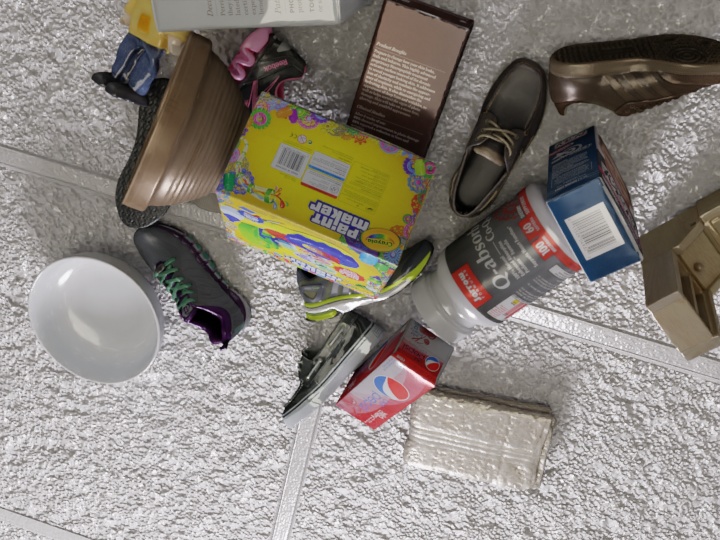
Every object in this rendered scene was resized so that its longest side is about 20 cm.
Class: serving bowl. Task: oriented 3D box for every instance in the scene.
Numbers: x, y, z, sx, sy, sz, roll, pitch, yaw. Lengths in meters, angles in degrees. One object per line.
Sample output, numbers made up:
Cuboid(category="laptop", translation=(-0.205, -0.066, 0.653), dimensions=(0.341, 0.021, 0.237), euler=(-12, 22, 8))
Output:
Cuboid(category="serving bowl", translation=(-0.366, 0.060, 1.167), dimensions=(0.200, 0.066, 0.200), euler=(5, 115, 11))

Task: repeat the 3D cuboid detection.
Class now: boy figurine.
Cuboid(category="boy figurine", translation=(-0.240, -0.294, 0.962), dimensions=(0.124, 0.064, 0.200), euler=(42, 111, 34))

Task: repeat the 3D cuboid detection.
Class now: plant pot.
Cuboid(category="plant pot", translation=(-0.181, -0.149, 0.894), dimensions=(0.093, 0.201, 0.201), euler=(21, 119, -19))

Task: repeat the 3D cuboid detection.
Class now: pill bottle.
Cuboid(category="pill bottle", translation=(0.166, -0.004, 0.984), dimensions=(0.200, 0.116, 0.116), euler=(-39, 100, 25))

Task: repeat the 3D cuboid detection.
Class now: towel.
Cuboid(category="towel", translation=(0.163, 0.230, 1.137), dimensions=(0.200, 0.034, 0.133), euler=(11, 114, 9))

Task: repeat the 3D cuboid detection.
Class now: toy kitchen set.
Cuboid(category="toy kitchen set", translation=(0.438, 0.009, 0.889), dimensions=(0.200, 0.180, 0.163), euler=(-34, 104, 28))

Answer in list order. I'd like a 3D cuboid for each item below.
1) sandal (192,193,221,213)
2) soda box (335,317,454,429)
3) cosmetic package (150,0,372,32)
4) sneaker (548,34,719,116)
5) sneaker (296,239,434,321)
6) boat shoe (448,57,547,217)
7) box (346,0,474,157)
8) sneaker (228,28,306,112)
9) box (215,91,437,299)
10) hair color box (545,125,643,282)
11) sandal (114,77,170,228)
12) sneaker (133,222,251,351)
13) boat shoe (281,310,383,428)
Cuboid(category="sandal", translation=(-0.127, -0.094, 1.047), dimensions=(0.200, 0.055, 0.082), euler=(13, 116, 7))
Cuboid(category="soda box", translation=(0.040, 0.139, 1.060), dimensions=(0.070, 0.063, 0.200), euler=(34, 146, -3))
Cuboid(category="cosmetic package", translation=(-0.103, -0.350, 0.864), dimensions=(0.200, 0.167, 0.167), euler=(1, 115, 14))
Cuboid(category="sneaker", translation=(0.308, -0.209, 0.897), dimensions=(0.200, 0.071, 0.076), euler=(4, 133, 15))
Cuboid(category="sneaker", translation=(0.000, 0.000, 1.052), dimensions=(0.200, 0.074, 0.081), euler=(-23, 103, 20))
Cuboid(category="boat shoe", translation=(0.160, -0.144, 0.946), dimensions=(0.074, 0.073, 0.200), euler=(21, 117, 3))
Cuboid(category="box", translation=(0.049, -0.205, 0.947), dimensions=(0.100, 0.075, 0.200), euler=(22, 118, 4))
Cuboid(category="sneaker", translation=(-0.136, -0.197, 1.000), dimensions=(0.095, 0.079, 0.200), euler=(31, 119, -15))
Cuboid(category="box", translation=(-0.041, -0.075, 0.921), dimensions=(0.200, 0.193, 0.122), euler=(22, 77, 0))
Cuboid(category="hair color box", translation=(0.250, -0.079, 0.883), dimensions=(0.060, 0.200, 0.100), euler=(-26, 106, 23))
Cuboid(category="sandal", translation=(-0.263, -0.149, 1.066), dimensions=(0.075, 0.048, 0.201), euler=(20, 104, 5))
Cuboid(category="sneaker", translation=(-0.234, 0.019, 1.105), dimensions=(0.200, 0.088, 0.074), euler=(43, 116, -8))
Cuboid(category="boat shoe", translation=(-0.052, 0.132, 1.132), dimensions=(0.071, 0.072, 0.200), euler=(42, 106, 3))
